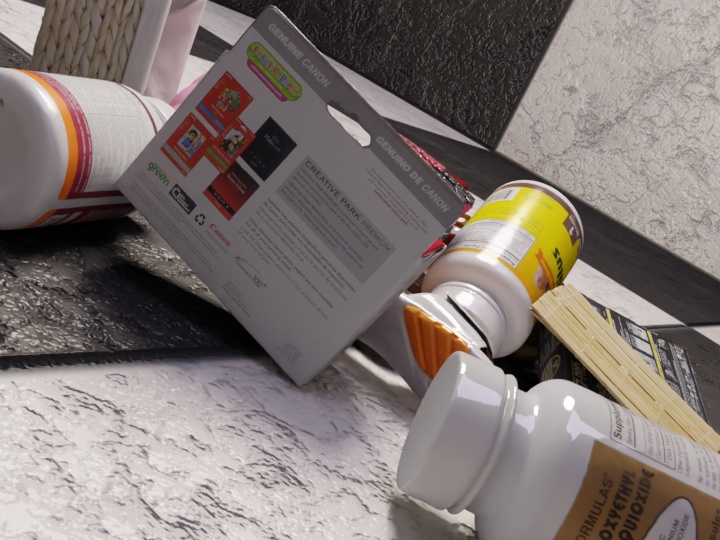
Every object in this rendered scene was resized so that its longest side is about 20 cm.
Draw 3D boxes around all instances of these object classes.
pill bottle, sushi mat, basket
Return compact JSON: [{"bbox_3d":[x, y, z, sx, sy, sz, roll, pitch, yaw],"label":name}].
[{"bbox_3d":[0.128,0.006,0.900,0.109,0.110,0.200,30,45,13],"label":"pill bottle"},{"bbox_3d":[0.128,0.131,0.575,0.199,0.115,0.114,26,14,-4],"label":"pill bottle"},{"bbox_3d":[0.231,0.092,0.832,0.200,0.012,0.095,48,33,17],"label":"sushi mat"},{"bbox_3d":[-0.251,-0.234,0.992,0.122,0.202,0.136,22,14,0],"label":"basket"},{"bbox_3d":[-0.216,-0.092,0.734,0.109,0.110,0.200,30,15,13],"label":"pill bottle"}]

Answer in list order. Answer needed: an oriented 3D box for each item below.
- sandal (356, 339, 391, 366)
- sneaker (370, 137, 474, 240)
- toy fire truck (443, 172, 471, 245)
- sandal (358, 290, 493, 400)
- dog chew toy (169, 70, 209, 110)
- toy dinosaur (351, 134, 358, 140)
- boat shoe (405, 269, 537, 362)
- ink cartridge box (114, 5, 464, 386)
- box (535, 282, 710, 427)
[{"bbox_3d":[0.000,0.000,0.845,0.081,0.055,0.201,3,40,-36],"label":"sandal"},{"bbox_3d":[0.039,-0.082,0.932,0.080,0.075,0.200,31,14,-21],"label":"sneaker"},{"bbox_3d":[0.078,-0.050,1.090,0.199,0.113,0.168,14,16,-40],"label":"toy fire truck"},{"bbox_3d":[0.049,0.042,0.753,0.206,0.080,0.059,40,47,23],"label":"sandal"},{"bbox_3d":[-0.157,-0.151,1.041,0.124,0.125,0.200,28,23,5],"label":"dog chew toy"},{"bbox_3d":[-0.097,-0.098,0.935,0.103,0.199,0.136,57,-7,0],"label":"toy dinosaur"},{"bbox_3d":[0.112,0.022,1.009,0.199,0.068,0.072,26,15,-3],"label":"boat shoe"},{"bbox_3d":[-0.041,-0.054,0.690,0.200,0.176,0.084,47,17,6],"label":"ink cartridge box"},{"bbox_3d":[0.244,0.108,0.898,0.160,0.049,0.201,29,29,-9],"label":"box"}]
